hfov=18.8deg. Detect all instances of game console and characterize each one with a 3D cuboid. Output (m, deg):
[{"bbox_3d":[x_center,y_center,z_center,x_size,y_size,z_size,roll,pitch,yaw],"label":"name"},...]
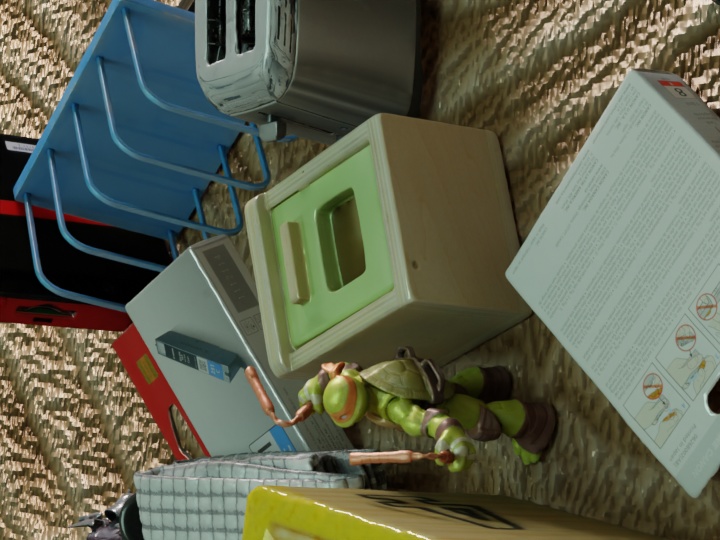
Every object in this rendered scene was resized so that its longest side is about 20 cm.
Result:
[{"bbox_3d":[-0.241,-0.032,1.689,0.031,0.199,0.177,-50,49,35],"label":"game console"}]

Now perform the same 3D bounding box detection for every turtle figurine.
[{"bbox_3d":[0.030,0.079,1.346,0.200,0.161,0.065,16,98,53],"label":"turtle figurine"}]

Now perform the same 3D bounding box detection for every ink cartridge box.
[{"bbox_3d":[-0.104,0.102,1.563,0.176,0.045,0.201,-40,77,43],"label":"ink cartridge box"},{"bbox_3d":[0.187,0.004,1.255,0.200,0.050,0.163,51,124,33],"label":"ink cartridge box"}]

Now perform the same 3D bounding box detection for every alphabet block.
[{"bbox_3d":[0.054,0.235,1.261,0.196,0.199,0.196,6,90,53],"label":"alphabet block"}]

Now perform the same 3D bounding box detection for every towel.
[{"bbox_3d":[-0.053,0.204,1.459,0.199,0.085,0.167,-6,91,40],"label":"towel"}]

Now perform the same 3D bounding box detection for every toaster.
[{"bbox_3d":[-0.035,-0.184,1.483,0.113,0.129,0.201,-8,79,51],"label":"toaster"}]

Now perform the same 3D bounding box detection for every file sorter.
[{"bbox_3d":[-0.151,-0.077,1.608,0.200,0.138,0.123,-56,33,32],"label":"file sorter"}]

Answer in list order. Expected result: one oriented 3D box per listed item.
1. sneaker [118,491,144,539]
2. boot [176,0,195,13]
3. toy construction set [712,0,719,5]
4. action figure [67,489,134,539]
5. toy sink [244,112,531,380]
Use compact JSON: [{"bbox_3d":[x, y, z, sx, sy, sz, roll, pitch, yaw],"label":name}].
[{"bbox_3d":[-0.108,0.247,1.595,0.202,0.067,0.108,58,177,4],"label":"sneaker"},{"bbox_3d":[-0.157,-0.170,1.702,0.097,0.074,0.201,54,128,38],"label":"boot"},{"bbox_3d":[0.203,-0.223,1.214,0.200,0.092,0.132,-133,33,-54],"label":"toy construction set"},{"bbox_3d":[-0.193,0.265,1.700,0.130,0.069,0.201,-12,64,59],"label":"action figure"},{"bbox_3d":[0.000,0.000,1.438,0.200,0.112,0.131,-31,61,47],"label":"toy sink"}]
